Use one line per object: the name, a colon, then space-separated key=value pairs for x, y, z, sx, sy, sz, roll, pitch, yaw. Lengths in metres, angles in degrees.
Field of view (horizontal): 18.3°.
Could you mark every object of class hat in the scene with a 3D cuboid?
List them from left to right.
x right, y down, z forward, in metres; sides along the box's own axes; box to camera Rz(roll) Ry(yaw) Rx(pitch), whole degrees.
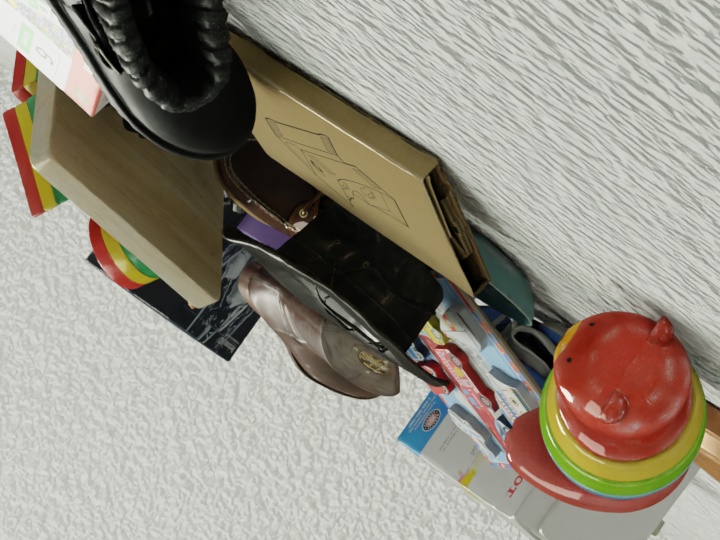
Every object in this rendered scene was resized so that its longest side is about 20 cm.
hat: x=0.000 y=0.000 z=1.599 sx=0.201 sy=0.081 sz=0.201 roll=35 pitch=177 yaw=2

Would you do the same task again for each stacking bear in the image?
stacking bear: x=0.161 y=0.081 z=1.391 sx=0.114 sy=0.121 sz=0.200 roll=37 pitch=169 yaw=13

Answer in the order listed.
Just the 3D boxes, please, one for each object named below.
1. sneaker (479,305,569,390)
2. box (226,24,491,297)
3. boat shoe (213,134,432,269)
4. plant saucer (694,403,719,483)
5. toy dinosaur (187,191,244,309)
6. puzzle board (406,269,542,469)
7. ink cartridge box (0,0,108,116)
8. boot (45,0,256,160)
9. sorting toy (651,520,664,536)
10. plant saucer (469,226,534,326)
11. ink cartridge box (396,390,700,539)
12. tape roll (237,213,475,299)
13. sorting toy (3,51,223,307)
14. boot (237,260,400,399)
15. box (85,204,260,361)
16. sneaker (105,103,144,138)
sneaker: x=0.129 y=0.061 z=1.744 sx=0.200 sy=0.081 sz=0.146 roll=41 pitch=169 yaw=35
box: x=-0.009 y=-0.072 z=1.458 sx=0.200 sy=0.021 sz=0.164 roll=34 pitch=166 yaw=28
boat shoe: x=-0.021 y=-0.047 z=1.750 sx=0.200 sy=0.070 sz=0.070 roll=30 pitch=174 yaw=-14
plant saucer: x=0.295 y=0.154 z=1.623 sx=0.200 sy=0.032 sz=0.200 roll=37 pitch=176 yaw=3
toy dinosaur: x=-0.155 y=-0.074 z=1.897 sx=0.102 sy=0.200 sz=0.136 roll=22 pitch=-160 yaw=15
puzzle board: x=0.084 y=0.080 z=1.703 sx=0.200 sy=0.017 sz=0.151 roll=52 pitch=158 yaw=-17
ink cartridge box: x=-0.178 y=-0.158 z=1.462 sx=0.200 sy=0.050 sz=0.109 roll=43 pitch=154 yaw=4
boot: x=-0.107 y=-0.124 z=1.310 sx=0.211 sy=0.079 sz=0.158 roll=47 pitch=171 yaw=-36
sorting toy: x=0.208 y=0.164 z=2.282 sx=0.200 sy=0.070 sz=0.199 roll=37 pitch=177 yaw=-25
plant saucer: x=0.050 y=-0.028 z=1.620 sx=0.200 sy=0.027 sz=0.200 roll=37 pitch=177 yaw=2
ink cartridge box: x=0.165 y=0.158 z=1.973 sx=0.145 sy=0.147 sz=0.200 roll=38 pitch=176 yaw=-33
tape roll: x=-0.001 y=-0.009 z=1.898 sx=0.200 sy=0.085 sz=0.200 roll=37 pitch=176 yaw=3
sorting toy: x=-0.193 y=-0.090 z=1.712 sx=0.200 sy=0.070 sz=0.199 roll=44 pitch=-148 yaw=-39
boot: x=-0.002 y=0.073 z=1.843 sx=0.186 sy=0.064 sz=0.200 roll=38 pitch=174 yaw=-30
box: x=-0.135 y=-0.032 z=2.083 sx=0.104 sy=0.182 sz=0.200 roll=35 pitch=177 yaw=19
sneaker: x=-0.186 y=-0.165 z=1.585 sx=0.200 sy=0.091 sz=0.076 roll=40 pitch=176 yaw=-37
